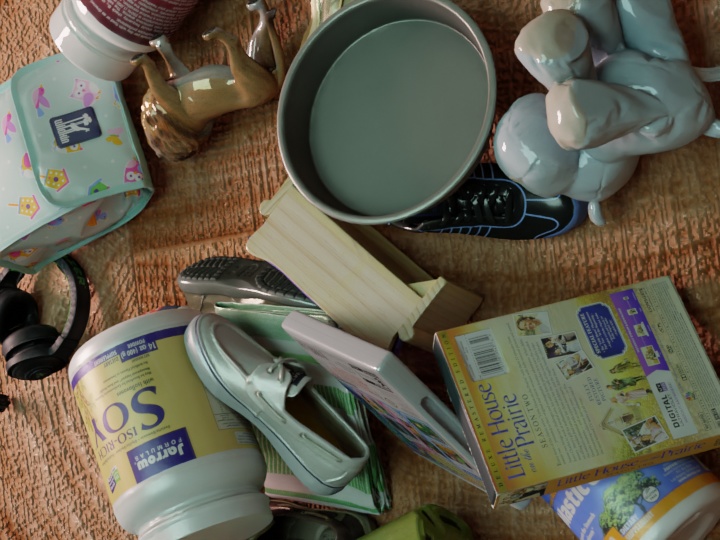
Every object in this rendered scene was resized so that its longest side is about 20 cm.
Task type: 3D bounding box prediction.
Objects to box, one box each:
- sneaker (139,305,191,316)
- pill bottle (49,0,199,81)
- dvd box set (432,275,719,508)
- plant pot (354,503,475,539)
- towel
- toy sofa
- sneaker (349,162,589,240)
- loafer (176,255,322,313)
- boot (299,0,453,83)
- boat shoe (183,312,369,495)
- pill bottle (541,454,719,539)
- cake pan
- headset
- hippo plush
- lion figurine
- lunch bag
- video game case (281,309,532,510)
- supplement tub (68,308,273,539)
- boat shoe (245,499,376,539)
[{"bbox_3d":[-0.194,0.133,1.714,0.084,0.075,0.201,4,86,37],"label":"sneaker"},{"bbox_3d":[-0.207,-0.283,1.666,0.200,0.114,0.114,-46,66,31],"label":"pill bottle"},{"bbox_3d":[0.171,0.090,1.332,0.029,0.199,0.147,94,158,-56],"label":"dvd box set"},{"bbox_3d":[0.022,0.300,1.496,0.190,0.200,0.201,-40,68,20],"label":"plant pot"},{"bbox_3d":[-0.054,0.126,1.587,0.152,0.023,0.201,3,117,39],"label":"towel"},{"bbox_3d":[0.000,0.000,1.526,0.200,0.083,0.098,41,98,29],"label":"toy sofa"},{"bbox_3d":[0.087,-0.056,1.452,0.199,0.078,0.071,6,107,27],"label":"sneaker"},{"bbox_3d":[-0.082,0.031,1.624,0.199,0.075,0.070,8,121,39],"label":"loafer"},{"bbox_3d":[0.030,-0.218,1.509,0.155,0.073,0.201,12,88,30],"label":"boot"},{"bbox_3d":[-0.069,0.106,1.528,0.200,0.071,0.070,49,129,4],"label":"boat shoe"},{"bbox_3d":[0.186,0.144,1.383,0.200,0.112,0.112,47,119,26],"label":"pill bottle"},{"bbox_3d":[0.026,-0.131,1.431,0.199,0.037,0.201,-7,74,26],"label":"cake pan"},{"bbox_3d":[-0.354,0.071,1.851,0.200,0.094,0.124,-50,58,12],"label":"headset"},{"bbox_3d":[0.188,-0.133,1.361,0.161,0.199,0.160,133,138,-59],"label":"hippo plush"},{"bbox_3d":[-0.136,-0.173,1.642,0.199,0.073,0.123,-13,119,32],"label":"lion figurine"},{"bbox_3d":[-0.310,-0.113,1.760,0.199,0.122,0.171,-28,71,25],"label":"lunch bag"},{"bbox_3d":[0.036,0.111,1.430,0.024,0.182,0.200,-50,24,-10],"label":"video game case"},{"bbox_3d":[-0.169,0.152,1.572,0.145,0.145,0.201,-35,68,35],"label":"supplement tub"},{"bbox_3d":[-0.081,0.249,1.622,0.199,0.072,0.073,-3,80,38],"label":"boat shoe"}]
